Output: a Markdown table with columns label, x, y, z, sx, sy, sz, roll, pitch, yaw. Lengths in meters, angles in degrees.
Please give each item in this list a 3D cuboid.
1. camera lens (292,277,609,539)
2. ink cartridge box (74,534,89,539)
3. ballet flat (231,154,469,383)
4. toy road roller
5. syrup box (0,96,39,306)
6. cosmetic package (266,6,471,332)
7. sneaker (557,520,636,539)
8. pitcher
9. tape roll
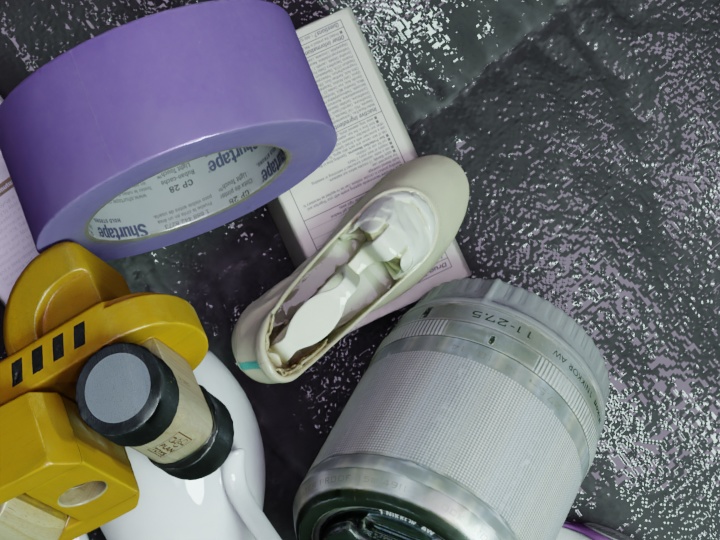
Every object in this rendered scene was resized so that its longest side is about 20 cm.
| label | x | y | z | sx | sy | sz | roll | pitch | yaw |
| --- | --- | --- | --- | --- | --- | --- | --- | --- | --- |
| camera lens | 0.060 | 0.125 | 1.471 | 0.160 | 0.160 | 0.201 | 36 | 52 | -7 |
| ink cartridge box | -0.238 | 0.227 | 1.504 | 0.146 | 0.086 | 0.201 | -20 | 92 | -9 |
| ballet flat | 0.000 | 0.000 | 1.492 | 0.200 | 0.069 | 0.070 | -45 | 96 | -8 |
| toy road roller | -0.186 | 0.077 | 1.410 | 0.199 | 0.123 | 0.147 | -29 | 65 | 9 |
| syrup box | -0.258 | -0.075 | 1.514 | 0.081 | 0.079 | 0.201 | -35 | 94 | -9 |
| cosmetic package | -0.015 | -0.065 | 1.561 | 0.103 | 0.073 | 0.201 | -24 | 93 | -10 |
| sneaker | 0.131 | 0.218 | 1.585 | 0.199 | 0.075 | 0.100 | 16 | 92 | -1 |
| pitcher | -0.100 | 0.155 | 1.492 | 0.121 | 0.171 | 0.202 | -14 | 92 | -43 |
| tape roll | -0.121 | -0.084 | 1.422 | 0.199 | 0.200 | 0.085 | -19 | 77 | -10 |
